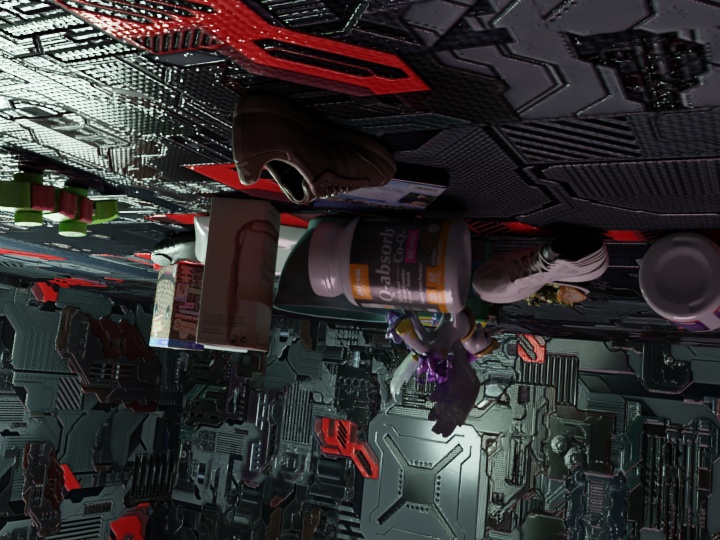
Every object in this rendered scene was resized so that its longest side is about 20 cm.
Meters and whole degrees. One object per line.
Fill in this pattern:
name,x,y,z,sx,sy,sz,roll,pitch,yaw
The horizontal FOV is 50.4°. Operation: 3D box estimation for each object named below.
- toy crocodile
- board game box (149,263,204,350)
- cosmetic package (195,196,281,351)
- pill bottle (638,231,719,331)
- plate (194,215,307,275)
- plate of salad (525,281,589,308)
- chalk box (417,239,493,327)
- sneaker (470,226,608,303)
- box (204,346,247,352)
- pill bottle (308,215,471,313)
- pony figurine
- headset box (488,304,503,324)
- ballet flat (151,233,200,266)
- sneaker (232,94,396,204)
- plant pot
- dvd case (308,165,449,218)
toy crocodile,-0.424,-0.092,1.065,0.060,0.070,0.199,-5,170,28
board game box,-0.453,0.094,1.933,0.095,0.206,0.158,10,171,-31
cosmetic package,-0.170,0.008,1.087,0.085,0.206,0.103,4,174,7
pill bottle,0.453,0.022,1.037,0.109,0.115,0.198,1,171,33
plate,-0.184,-0.034,1.299,0.194,0.033,0.200,7,161,-10
plate of salad,0.354,0.045,1.525,0.194,0.050,0.200,6,173,1
chalk box,0.146,0.021,1.216,0.121,0.128,0.200,4,172,9
sneaker,0.239,-0.018,1.053,0.195,0.078,0.115,-15,156,15
box,-0.465,0.170,2.559,0.194,0.190,0.105,8,174,-13
pill bottle,0.039,-0.010,0.980,0.194,0.120,0.116,3,172,18
pony figurine,0.114,0.108,1.087,0.166,0.194,0.201,33,167,50
headset box,0.171,0.038,1.440,0.195,0.077,0.149,13,173,15
ballet flat,-0.316,-0.050,1.411,0.196,0.058,0.066,-7,144,36
sneaker,-0.043,-0.094,0.711,0.069,0.078,0.197,-2,169,43
plant pot,-0.027,-0.002,1.147,0.194,0.138,0.200,7,172,1
dvd case,0.014,-0.093,0.895,0.138,0.018,0.200,8,173,-7
